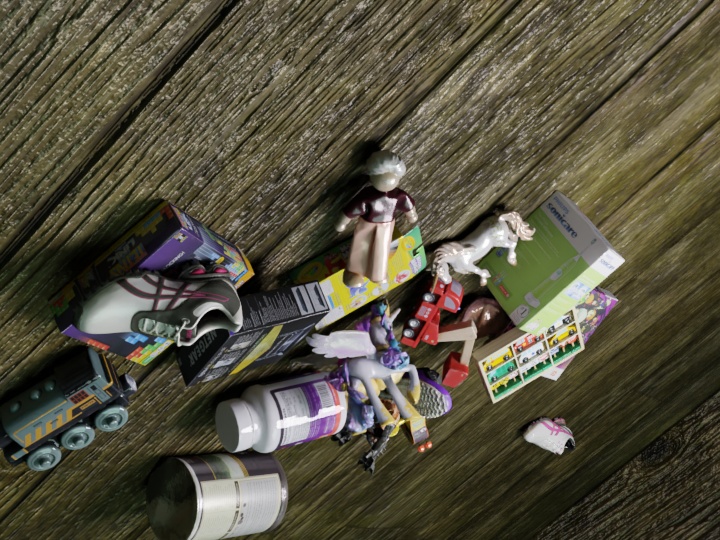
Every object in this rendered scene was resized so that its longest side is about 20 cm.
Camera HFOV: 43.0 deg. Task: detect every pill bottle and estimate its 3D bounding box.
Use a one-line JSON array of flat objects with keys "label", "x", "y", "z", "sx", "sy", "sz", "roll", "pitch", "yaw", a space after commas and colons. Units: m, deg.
[{"label": "pill bottle", "x": -0.132, "y": 0.236, "z": 1.506, "sx": 0.199, "sy": 0.112, "sz": 0.112, "roll": -8, "pitch": 141, "yaw": -35}]

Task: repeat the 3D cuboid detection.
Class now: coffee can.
[{"label": "coffee can", "x": -0.245, "y": 0.389, "z": 1.576, "sx": 0.199, "sy": 0.147, "sz": 0.147, "roll": 7, "pitch": 130, "yaw": -48}]

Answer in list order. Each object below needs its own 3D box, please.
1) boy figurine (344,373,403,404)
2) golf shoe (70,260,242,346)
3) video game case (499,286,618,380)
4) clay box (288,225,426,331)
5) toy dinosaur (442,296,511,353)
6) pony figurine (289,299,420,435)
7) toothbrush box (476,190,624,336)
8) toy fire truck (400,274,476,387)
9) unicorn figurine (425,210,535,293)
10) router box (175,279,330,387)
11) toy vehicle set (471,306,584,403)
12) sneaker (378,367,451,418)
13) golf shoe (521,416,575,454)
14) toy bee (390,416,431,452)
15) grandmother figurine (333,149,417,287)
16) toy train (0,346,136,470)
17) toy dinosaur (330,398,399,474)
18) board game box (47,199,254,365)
[{"label": "boy figurine", "x": -0.012, "y": 0.217, "z": 1.636, "sx": 0.200, "sy": 0.065, "sz": 0.124, "roll": -38, "pitch": 156, "yaw": 4}, {"label": "golf shoe", "x": -0.233, "y": 0.046, "z": 1.070, "sx": 0.199, "sy": 0.088, "sz": 0.077, "roll": -13, "pitch": 144, "yaw": -28}, {"label": "video game case", "x": 0.355, "y": 0.102, "z": 1.680, "sx": 0.181, "sy": 0.036, "sz": 0.200, "roll": 20, "pitch": 112, "yaw": -39}, {"label": "clay box", "x": 0.000, "y": 0.000, "z": 1.366, "sx": 0.199, "sy": 0.048, "sz": 0.115, "roll": -30, "pitch": 147, "yaw": -9}, {"label": "toy dinosaur", "x": 0.240, "y": 0.083, "z": 1.676, "sx": 0.199, "sy": 0.086, "sz": 0.136, "roll": 17, "pitch": 121, "yaw": -44}, {"label": "pony figurine", "x": 0.001, "y": 0.155, "z": 1.464, "sx": 0.192, "sy": 0.201, "sz": 0.167, "roll": -11, "pitch": 167, "yaw": -24}, {"label": "toothbrush box", "x": 0.319, "y": -0.010, "z": 1.556, "sx": 0.200, "sy": 0.146, "sz": 0.086, "roll": -46, "pitch": 147, "yaw": 17}, {"label": "toy fire truck", "x": 0.146, "y": 0.102, "z": 1.567, "sx": 0.140, "sy": 0.049, "sz": 0.200, "roll": 21, "pitch": 129, "yaw": -6}, {"label": "unicorn figurine", "x": 0.186, "y": -0.028, "z": 1.493, "sx": 0.200, "sy": 0.074, "sz": 0.137, "roll": -50, "pitch": 139, "yaw": -2}, {"label": "router box", "x": -0.154, "y": 0.090, "z": 1.283, "sx": 0.157, "sy": 0.052, "sz": 0.200, "roll": -13, "pitch": 161, "yaw": -34}, {"label": "toy vehicle set", "x": 0.303, "y": 0.145, "z": 1.639, "sx": 0.199, "sy": 0.027, "sz": 0.125, "roll": -30, "pitch": 132, "yaw": -4}, {"label": "sneaker", "x": 0.117, "y": 0.212, "z": 1.674, "sx": 0.099, "sy": 0.200, "sz": 0.070, "roll": -19, "pitch": 102, "yaw": -31}, {"label": "golf shoe", "x": 0.499, "y": 0.435, "z": 2.391, "sx": 0.199, "sy": 0.092, "sz": 0.073, "roll": 8, "pitch": 131, "yaw": -46}, {"label": "toy bee", "x": 0.111, "y": 0.299, "z": 1.825, "sx": 0.131, "sy": 0.109, "sz": 0.200, "roll": -36, "pitch": 149, "yaw": 0}, {"label": "grandmother figurine", "x": 0.025, "y": -0.073, "z": 1.244, "sx": 0.121, "sy": 0.061, "sz": 0.201, "roll": -15, "pitch": 130, "yaw": -30}, {"label": "toy train", "x": -0.402, "y": 0.186, "z": 1.223, "sx": 0.199, "sy": 0.085, "sz": 0.114, "roll": -31, "pitch": 137, "yaw": -2}, {"label": "toy dinosaur", "x": 0.022, "y": 0.269, "z": 1.621, "sx": 0.136, "sy": 0.102, "sz": 0.200, "roll": -46, "pitch": 155, "yaw": -24}, {"label": "board game box", "x": -0.258, "y": 0.022, "z": 1.147, "sx": 0.200, "sy": 0.057, "sz": 0.165, "roll": -40, "pitch": 150, "yaw": 9}]
